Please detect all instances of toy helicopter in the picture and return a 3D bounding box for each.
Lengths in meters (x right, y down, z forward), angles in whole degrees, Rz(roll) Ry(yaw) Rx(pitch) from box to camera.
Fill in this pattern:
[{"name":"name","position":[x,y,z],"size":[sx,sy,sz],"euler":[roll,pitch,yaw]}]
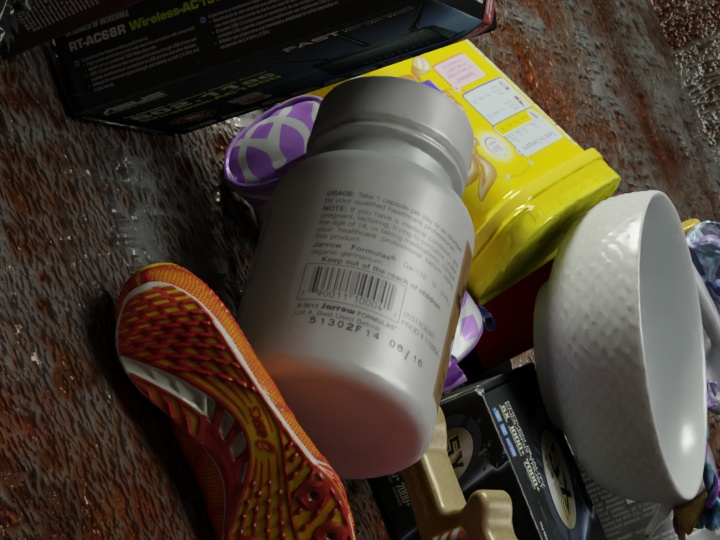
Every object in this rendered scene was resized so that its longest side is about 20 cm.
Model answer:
[{"name":"toy helicopter","position":[0.048,0.159,1.412],"size":[0.079,0.132,0.200],"euler":[5,43,-23]}]

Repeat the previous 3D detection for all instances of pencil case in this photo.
[{"name":"pencil case","position":[-0.002,-0.011,1.492],"size":[0.200,0.084,0.086],"euler":[52,13,-32]}]

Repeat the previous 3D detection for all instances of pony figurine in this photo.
[{"name":"pony figurine","position":[0.248,0.070,1.746],"size":[0.200,0.193,0.167],"euler":[65,-13,-9]}]

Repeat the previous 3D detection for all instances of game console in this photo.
[{"name":"game console","position":[0.091,-0.033,1.767],"size":[0.200,0.119,0.172],"euler":[71,17,10]}]

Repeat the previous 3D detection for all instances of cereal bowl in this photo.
[{"name":"cereal bowl","position":[0.161,0.052,1.596],"size":[0.200,0.083,0.200],"euler":[-7,90,-72]}]

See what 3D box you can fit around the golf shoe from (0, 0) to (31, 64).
[{"name":"golf shoe","position":[-0.195,-0.177,1.138],"size":[0.078,0.094,0.200],"euler":[33,61,-79]}]

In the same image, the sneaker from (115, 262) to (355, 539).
[{"name":"sneaker","position":[-0.055,0.082,1.233],"size":[0.077,0.073,0.200],"euler":[-93,159,-74]}]

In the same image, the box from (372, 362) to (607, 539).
[{"name":"box","position":[0.091,0.169,1.551],"size":[0.200,0.086,0.164],"euler":[68,15,4]}]

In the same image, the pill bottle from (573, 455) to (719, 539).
[{"name":"pill bottle","position":[0.188,0.158,1.824],"size":[0.200,0.116,0.116],"euler":[69,16,5]}]

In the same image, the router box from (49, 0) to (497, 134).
[{"name":"router box","position":[-0.042,-0.132,1.315],"size":[0.150,0.200,0.062],"euler":[5,69,-72]}]

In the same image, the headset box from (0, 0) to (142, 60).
[{"name":"headset box","position":[-0.100,-0.203,1.233],"size":[0.077,0.200,0.149],"euler":[58,19,-32]}]

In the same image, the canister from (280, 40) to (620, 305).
[{"name":"canister","position":[0.051,-0.087,1.606],"size":[0.200,0.087,0.149],"euler":[45,34,11]}]

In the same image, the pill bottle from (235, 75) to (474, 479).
[{"name":"pill bottle","position":[0.000,0.000,1.339],"size":[0.114,0.114,0.200],"euler":[52,41,-42]}]
